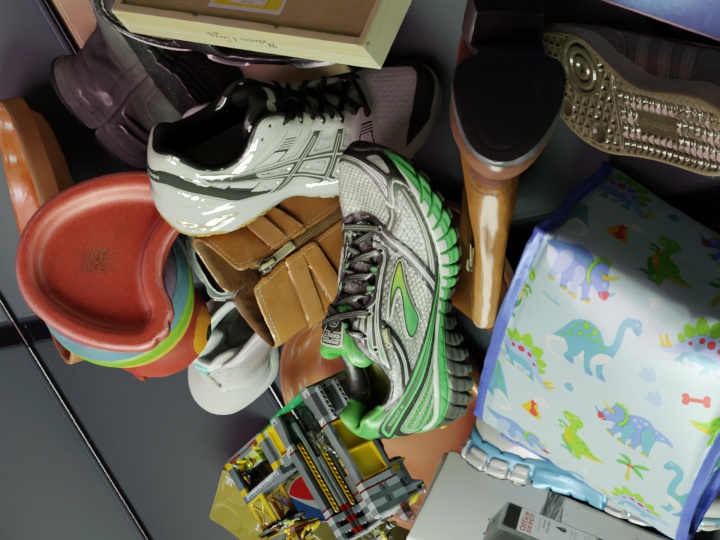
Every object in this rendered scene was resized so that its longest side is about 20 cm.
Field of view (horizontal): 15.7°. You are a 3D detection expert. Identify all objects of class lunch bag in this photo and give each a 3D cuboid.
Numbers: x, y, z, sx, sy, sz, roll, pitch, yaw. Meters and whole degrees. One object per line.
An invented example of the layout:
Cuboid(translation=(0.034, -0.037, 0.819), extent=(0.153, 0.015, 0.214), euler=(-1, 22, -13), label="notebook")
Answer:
Cuboid(translation=(0.172, 0.062, 1.644), extent=(0.170, 0.127, 0.200), euler=(32, 129, 16), label="lunch bag")

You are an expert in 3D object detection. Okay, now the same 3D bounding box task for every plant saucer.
Cuboid(translation=(-0.227, -0.031, 1.920), extent=(0.200, 0.032, 0.201), euler=(165, 90, -78), label="plant saucer")
Cuboid(translation=(0.032, 0.102, 1.873), extent=(0.200, 0.037, 0.201), euler=(24, 137, 25), label="plant saucer")

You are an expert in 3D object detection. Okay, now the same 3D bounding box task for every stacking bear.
Cuboid(translation=(-0.158, 0.019, 1.790), extent=(0.113, 0.122, 0.200), euler=(4, 164, 10), label="stacking bear")

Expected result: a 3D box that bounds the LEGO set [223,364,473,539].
Cuboid(translation=(0.004, 0.137, 1.779), extent=(0.200, 0.154, 0.116), euler=(-40, 76, 44), label="LEGO set")

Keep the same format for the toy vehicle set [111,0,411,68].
Cuboid(translation=(-0.050, -0.196, 1.621), extent=(0.199, 0.125, 0.027), euler=(12, 158, 34), label="toy vehicle set")

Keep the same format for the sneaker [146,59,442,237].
Cuboid(translation=(-0.042, -0.089, 1.654), extent=(0.088, 0.199, 0.076), euler=(73, 170, -55), label="sneaker")

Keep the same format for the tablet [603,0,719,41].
Cuboid(translation=(0.146, -0.212, 1.521), extent=(0.200, 0.014, 0.130), euler=(23, 136, 27), label="tablet")

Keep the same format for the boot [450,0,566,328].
Cuboid(translation=(0.074, -0.050, 1.575), extent=(0.068, 0.189, 0.201), euler=(1, 126, -7), label="boot")

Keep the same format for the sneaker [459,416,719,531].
Cuboid(translation=(0.168, 0.115, 1.743), extent=(0.199, 0.075, 0.087), euler=(16, 99, 14), label="sneaker")

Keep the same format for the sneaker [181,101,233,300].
Cuboid(translation=(-0.084, -0.049, 1.781), extent=(0.074, 0.082, 0.200), euler=(-4, 153, -5), label="sneaker")

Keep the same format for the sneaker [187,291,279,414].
Cuboid(translation=(-0.098, 0.055, 1.906), extent=(0.075, 0.089, 0.200), euler=(39, 141, 6), label="sneaker")

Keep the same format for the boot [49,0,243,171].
Cuboid(translation=(-0.178, -0.159, 1.806), extent=(0.131, 0.070, 0.200), euler=(-18, 109, 46), label="boot")

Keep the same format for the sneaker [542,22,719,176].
Cuboid(translation=(0.185, -0.104, 1.542), extent=(0.200, 0.075, 0.071), euler=(33, 136, 50), label="sneaker")

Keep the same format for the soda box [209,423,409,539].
Cuboid(translation=(-0.016, 0.208, 1.984), extent=(0.200, 0.064, 0.068), euler=(35, 141, 14), label="soda box")

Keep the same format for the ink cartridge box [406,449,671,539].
Cuboid(translation=(0.129, 0.227, 1.815), extent=(0.199, 0.083, 0.147), euler=(21, 146, 11), label="ink cartridge box")

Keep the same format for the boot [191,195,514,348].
Cuboid(translation=(0.000, 0.000, 1.712), extent=(0.200, 0.155, 0.077), euler=(49, 154, -4), label="boot")

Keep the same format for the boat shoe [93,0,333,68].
Cuboid(translation=(-0.085, -0.167, 1.683), extent=(0.199, 0.060, 0.074), euler=(12, 107, 15), label="boat shoe")

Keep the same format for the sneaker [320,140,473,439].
Cuboid(translation=(0.015, 0.016, 1.635), extent=(0.078, 0.085, 0.201), euler=(15, 120, 53), label="sneaker")
